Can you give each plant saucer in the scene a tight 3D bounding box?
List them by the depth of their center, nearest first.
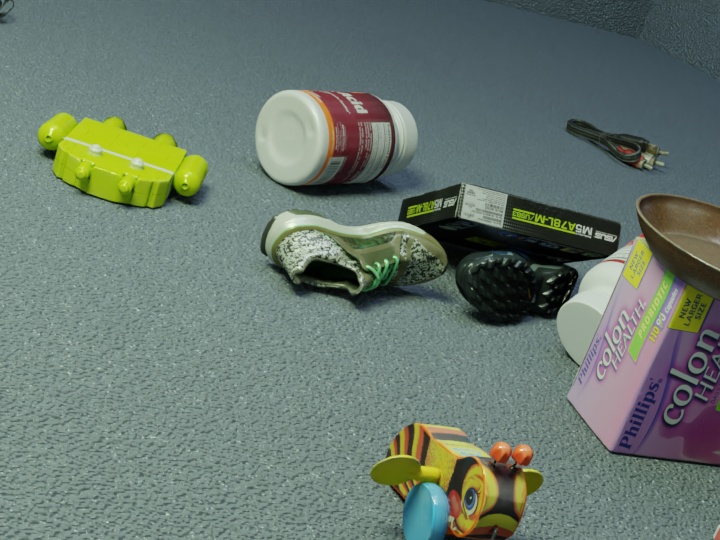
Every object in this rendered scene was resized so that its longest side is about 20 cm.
[{"bbox_3d":[0.331,-0.008,1.116,0.199,0.037,0.201,17,22,-7],"label":"plant saucer"}]

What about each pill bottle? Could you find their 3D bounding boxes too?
[{"bbox_3d":[0.302,0.025,1.328,0.200,0.113,0.112,-31,49,-31],"label":"pill bottle"},{"bbox_3d":[-0.025,-0.165,1.576,0.114,0.115,0.200,33,25,32],"label":"pill bottle"}]

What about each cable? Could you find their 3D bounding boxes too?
[{"bbox_3d":[0.449,-0.222,2.279,0.199,0.051,0.097,18,34,33],"label":"cable"}]

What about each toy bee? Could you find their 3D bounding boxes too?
[{"bbox_3d":[0.085,0.155,0.890,0.131,0.109,0.200,1,28,-45],"label":"toy bee"}]

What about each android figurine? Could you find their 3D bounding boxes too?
[{"bbox_3d":[-0.257,-0.120,1.365,0.181,0.041,0.200,19,19,-3],"label":"android figurine"}]

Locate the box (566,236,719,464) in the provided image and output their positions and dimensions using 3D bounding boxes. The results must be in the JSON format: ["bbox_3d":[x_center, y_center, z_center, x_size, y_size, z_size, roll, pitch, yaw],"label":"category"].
[{"bbox_3d":[0.326,0.082,1.189,0.199,0.177,0.097,11,23,-23],"label":"box"}]

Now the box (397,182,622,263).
[{"bbox_3d":[0.165,-0.049,1.446,0.199,0.048,0.193,13,-9,-18],"label":"box"}]

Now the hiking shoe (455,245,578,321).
[{"bbox_3d":[0.153,0.010,1.380,0.086,0.075,0.200,26,10,37],"label":"hiking shoe"}]

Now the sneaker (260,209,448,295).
[{"bbox_3d":[0.000,0.000,1.275,0.199,0.077,0.089,5,38,-22],"label":"sneaker"}]

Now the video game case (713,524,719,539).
[{"bbox_3d":[0.378,0.273,0.985,0.142,0.018,0.200,13,22,-17],"label":"video game case"}]

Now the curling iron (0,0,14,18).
[{"bbox_3d":[-0.554,-0.398,1.800,0.050,0.026,0.200,-39,49,-23],"label":"curling iron"}]
